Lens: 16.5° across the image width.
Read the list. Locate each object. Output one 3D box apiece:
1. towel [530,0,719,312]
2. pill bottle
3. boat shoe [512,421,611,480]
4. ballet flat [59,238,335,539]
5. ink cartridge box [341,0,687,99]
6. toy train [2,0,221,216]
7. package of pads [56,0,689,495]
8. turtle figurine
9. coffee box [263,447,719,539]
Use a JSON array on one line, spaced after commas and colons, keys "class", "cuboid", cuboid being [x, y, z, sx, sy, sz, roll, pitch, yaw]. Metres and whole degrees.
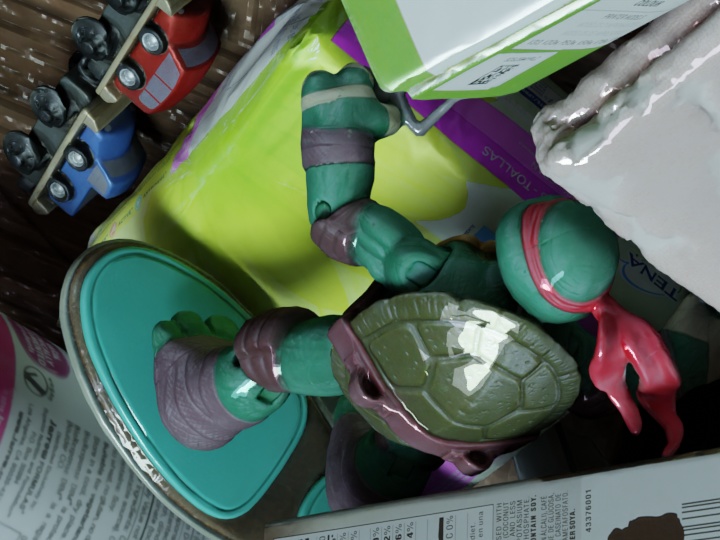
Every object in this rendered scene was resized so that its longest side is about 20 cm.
[{"class": "towel", "cuboid": [0.172, -0.040, 0.616, 0.191, 0.032, 0.200, -41, 126, 20]}, {"class": "pill bottle", "cuboid": [-0.103, 0.096, 0.885, 0.113, 0.114, 0.200, -17, 140, 40]}, {"class": "boat shoe", "cuboid": [0.113, 0.119, 0.809, 0.065, 0.200, 0.074, -28, 141, -3]}, {"class": "ballet flat", "cuboid": [-0.030, 0.072, 0.817, 0.200, 0.067, 0.064, 43, 155, -11]}, {"class": "ink cartridge box", "cuboid": [0.072, -0.144, 0.523, 0.200, 0.076, 0.148, -26, 83, 26]}, {"class": "toy train", "cuboid": [-0.068, -0.078, 0.819, 0.046, 0.034, 0.200, 41, 137, 0]}, {"class": "package of pads", "cuboid": [0.000, 0.000, 0.827, 0.154, 0.068, 0.200, 38, 137, -6]}, {"class": "turtle figurine", "cuboid": [0.027, 0.009, 0.709, 0.150, 0.101, 0.200, 43, 138, -10]}, {"class": "coffee box", "cuboid": [0.075, 0.103, 0.697, 0.113, 0.080, 0.200, 10, 163, -39]}]
